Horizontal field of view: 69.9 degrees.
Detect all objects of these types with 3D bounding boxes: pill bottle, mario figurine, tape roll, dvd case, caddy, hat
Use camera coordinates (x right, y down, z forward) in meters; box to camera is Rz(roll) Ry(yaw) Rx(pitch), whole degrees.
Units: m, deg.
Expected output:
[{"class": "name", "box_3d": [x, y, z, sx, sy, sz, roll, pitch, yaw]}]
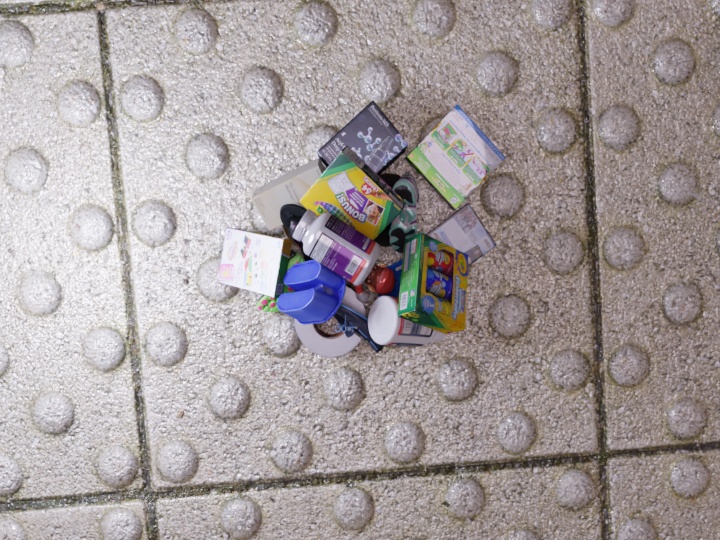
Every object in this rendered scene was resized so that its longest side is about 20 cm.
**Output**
[{"class": "pill bottle", "box_3d": [0.128, 0.134, 1.323, 0.197, 0.119, 0.122, 9, 94, -36]}, {"class": "mario figurine", "box_3d": [0.000, 0.000, 1.359, 0.198, 0.107, 0.124, 29, 127, -9]}, {"class": "tape roll", "box_3d": [-0.081, 0.130, 1.414, 0.196, 0.066, 0.205, 0, 94, -1]}, {"class": "dvd case", "box_3d": [0.260, -0.070, 1.434, 0.199, 0.018, 0.144, -36, 93, 2]}, {"class": "caddy", "box_3d": [-0.118, 0.059, 1.290, 0.104, 0.198, 0.144, 28, 65, -36]}, {"class": "hat", "box_3d": [0.056, -0.160, 1.381, 0.198, 0.080, 0.205, -1, 91, -36]}, {"class": "pill bottle", "box_3d": [-0.057, -0.060, 1.218, 0.198, 0.112, 0.114, 32, 92, -3]}]

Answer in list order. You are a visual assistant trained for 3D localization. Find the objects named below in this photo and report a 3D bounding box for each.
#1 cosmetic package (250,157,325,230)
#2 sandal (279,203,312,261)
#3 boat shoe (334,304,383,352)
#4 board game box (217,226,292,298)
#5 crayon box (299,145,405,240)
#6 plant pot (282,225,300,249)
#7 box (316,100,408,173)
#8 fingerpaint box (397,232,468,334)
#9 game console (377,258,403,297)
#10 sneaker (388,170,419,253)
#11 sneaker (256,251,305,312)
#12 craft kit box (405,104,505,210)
[{"class": "cosmetic package", "box_3d": [-0.171, -0.197, 1.335, 0.197, 0.074, 0.105, -24, 116, 13]}, {"class": "sandal", "box_3d": [-0.144, -0.089, 1.339, 0.074, 0.048, 0.202, -21, 130, 10]}, {"class": "boat shoe", "box_3d": [-0.017, 0.146, 1.341, 0.198, 0.084, 0.069, 31, 81, -1]}, {"class": "board game box", "box_3d": [-0.283, -0.023, 1.367, 0.197, 0.040, 0.156, 13, 94, 27]}, {"class": "crayon box", "box_3d": [-0.020, -0.165, 1.249, 0.200, 0.058, 0.172, 42, 118, -9]}, {"class": "plant pot", "box_3d": [-0.120, -0.150, 1.415, 0.195, 0.027, 0.205, 0, 93, -1]}, {"class": "box", "box_3d": [0.006, -0.316, 1.368, 0.200, 0.107, 0.149, -42, 93, 1]}, {"class": "fingerpaint box", "box_3d": [0.183, 0.034, 1.269, 0.165, 0.073, 0.204, 22, 64, -29]}, {"class": "game console", "box_3d": [0.156, 0.060, 1.430, 0.197, 0.118, 0.173, -27, 64, 6]}, {"class": "sneaker", "box_3d": [0.122, -0.157, 1.338, 0.076, 0.141, 0.203, 9, 124, 10]}, {"class": "sneaker", "box_3d": [-0.214, 0.034, 1.407, 0.076, 0.084, 0.201, 30, 109, -31]}, {"class": "craft kit box", "box_3d": [0.259, -0.306, 1.408, 0.197, 0.049, 0.200, -44, 93, -1]}]
